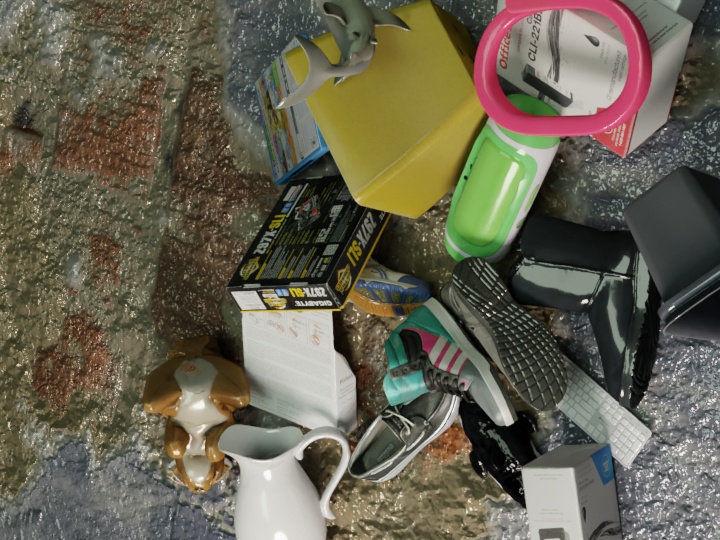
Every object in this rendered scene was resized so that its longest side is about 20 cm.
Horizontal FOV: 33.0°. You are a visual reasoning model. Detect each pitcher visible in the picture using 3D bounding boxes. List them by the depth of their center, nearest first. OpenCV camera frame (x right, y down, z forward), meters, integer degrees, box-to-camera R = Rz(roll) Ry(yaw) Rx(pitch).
[{"bbox_3d":[-0.087,0.297,1.587,0.169,0.122,0.203,-6,112,7],"label":"pitcher"}]

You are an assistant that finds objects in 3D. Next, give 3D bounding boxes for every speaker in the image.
[{"bbox_3d":[0.159,-0.098,1.384,0.088,0.088,0.201,43,135,24],"label":"speaker"}]

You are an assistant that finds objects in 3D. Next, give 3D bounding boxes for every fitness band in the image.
[{"bbox_3d":[0.202,-0.210,1.236,0.198,0.037,0.146,5,104,39],"label":"fitness band"}]

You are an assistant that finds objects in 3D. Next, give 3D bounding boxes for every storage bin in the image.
[{"bbox_3d":[0.362,-0.026,1.222,0.145,0.199,0.136,-39,63,30],"label":"storage bin"}]

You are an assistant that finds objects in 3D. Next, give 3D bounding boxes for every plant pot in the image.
[{"bbox_3d":[0.061,-0.198,1.422,0.175,0.199,0.202,-31,76,19],"label":"plant pot"}]

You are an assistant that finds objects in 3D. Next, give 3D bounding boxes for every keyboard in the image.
[{"bbox_3d":[0.249,0.142,1.415,0.200,0.011,0.057,42,115,25],"label":"keyboard"}]

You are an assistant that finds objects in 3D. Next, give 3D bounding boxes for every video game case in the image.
[{"bbox_3d":[-0.089,-0.201,1.555,0.200,0.018,0.145,156,102,-68],"label":"video game case"}]

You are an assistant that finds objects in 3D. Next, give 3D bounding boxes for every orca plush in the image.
[{"bbox_3d":[0.166,0.237,1.442,0.104,0.071,0.203,-24,80,33],"label":"orca plush"}]

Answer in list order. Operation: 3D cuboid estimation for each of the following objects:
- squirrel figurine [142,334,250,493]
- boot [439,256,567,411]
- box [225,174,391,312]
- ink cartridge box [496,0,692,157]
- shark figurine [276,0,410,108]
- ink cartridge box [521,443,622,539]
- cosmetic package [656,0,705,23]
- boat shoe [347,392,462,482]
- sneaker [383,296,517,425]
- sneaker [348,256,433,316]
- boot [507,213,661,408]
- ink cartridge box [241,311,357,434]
[{"bbox_3d":[-0.225,0.201,1.687,0.201,0.139,0.189,-112,16,-55],"label":"squirrel figurine"},{"bbox_3d":[0.166,0.079,1.414,0.067,0.131,0.201,-30,77,-10],"label":"boot"},{"bbox_3d":[-0.057,-0.037,1.514,0.158,0.201,0.050,-5,133,35],"label":"box"},{"bbox_3d":[0.241,-0.241,1.310,0.200,0.083,0.145,40,152,27],"label":"ink cartridge box"},{"bbox_3d":[-0.021,-0.229,1.305,0.127,0.216,0.090,23,128,-13],"label":"shark figurine"},{"bbox_3d":[0.245,0.306,1.365,0.066,0.115,0.203,-7,93,32],"label":"ink cartridge box"},{"bbox_3d":[0.289,-0.357,1.314,0.199,0.071,0.102,34,111,27],"label":"cosmetic package"},{"bbox_3d":[0.057,0.194,1.514,0.072,0.071,0.201,44,113,25],"label":"boat shoe"},{"bbox_3d":[0.089,0.130,1.431,0.120,0.084,0.200,-33,48,-6],"label":"sneaker"},{"bbox_3d":[0.000,0.000,1.539,0.197,0.076,0.089,8,57,15],"label":"sneaker"},{"bbox_3d":[0.248,0.042,1.367,0.166,0.076,0.203,7,92,31],"label":"boot"},{"bbox_3d":[-0.082,0.104,1.587,0.161,0.057,0.203,17,116,33],"label":"ink cartridge box"}]
